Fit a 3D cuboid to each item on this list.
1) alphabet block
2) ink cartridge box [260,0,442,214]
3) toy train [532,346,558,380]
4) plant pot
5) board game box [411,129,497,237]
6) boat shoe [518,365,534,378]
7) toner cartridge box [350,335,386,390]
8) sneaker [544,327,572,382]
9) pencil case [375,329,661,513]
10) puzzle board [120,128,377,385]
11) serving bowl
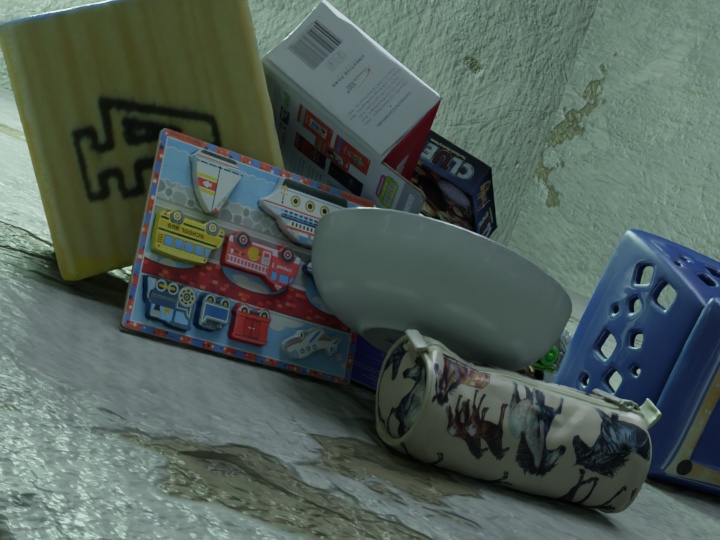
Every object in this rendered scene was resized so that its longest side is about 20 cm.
[{"bbox_3d":[-0.182,-0.124,1.032,0.194,0.203,0.195,-15,14,-12],"label":"alphabet block"},{"bbox_3d":[-0.003,-0.102,1.074,0.175,0.084,0.200,41,-21,8],"label":"ink cartridge box"},{"bbox_3d":[0.119,0.082,1.281,0.198,0.057,0.042,16,8,-25],"label":"toy train"},{"bbox_3d":[0.323,0.103,1.163,0.198,0.202,0.180,18,13,-25],"label":"plant pot"},{"bbox_3d":[0.039,-0.108,1.188,0.199,0.035,0.136,34,-12,20],"label":"board game box"},{"bbox_3d":[0.128,0.087,1.176,0.075,0.075,0.200,23,6,22],"label":"boat shoe"},{"bbox_3d":[0.015,0.072,1.061,0.198,0.044,0.095,23,5,19],"label":"toner cartridge box"},{"bbox_3d":[0.184,0.081,1.456,0.199,0.078,0.099,34,-8,28],"label":"sneaker"},{"bbox_3d":[0.105,0.103,0.855,0.198,0.090,0.078,18,13,-20],"label":"pencil case"},{"bbox_3d":[-0.077,-0.008,0.951,0.198,0.153,0.017,18,-15,-32],"label":"puzzle board"},{"bbox_3d":[0.050,0.029,0.905,0.198,0.067,0.200,19,-17,6],"label":"serving bowl"}]
